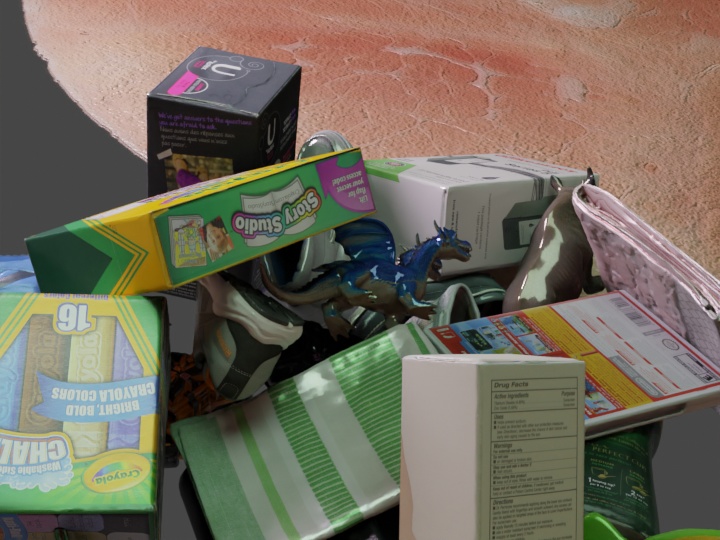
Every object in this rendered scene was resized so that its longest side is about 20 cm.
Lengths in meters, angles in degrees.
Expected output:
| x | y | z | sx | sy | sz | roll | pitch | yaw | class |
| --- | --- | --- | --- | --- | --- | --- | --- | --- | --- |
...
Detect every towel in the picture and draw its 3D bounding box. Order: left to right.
| x | y | z | sx | sy | sz | roll | pitch | yaw | class |
| --- | --- | --- | --- | --- | --- | --- | --- | --- | --- |
| -0.021 | 0.116 | 0.855 | 0.198 | 0.024 | 0.153 | -22 | 39 | -11 | towel |
| 0.258 | 0.040 | 1.018 | 0.032 | 0.201 | 0.191 | -36 | 44 | -5 | towel |

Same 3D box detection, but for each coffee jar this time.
| x | y | z | sx | sy | sz | roll | pitch | yaw | class |
| --- | --- | --- | --- | --- | --- | --- | --- | --- | --- |
| 0.170 | 0.147 | 0.914 | 0.103 | 0.086 | 0.200 | 13 | 32 | 8 | coffee jar |

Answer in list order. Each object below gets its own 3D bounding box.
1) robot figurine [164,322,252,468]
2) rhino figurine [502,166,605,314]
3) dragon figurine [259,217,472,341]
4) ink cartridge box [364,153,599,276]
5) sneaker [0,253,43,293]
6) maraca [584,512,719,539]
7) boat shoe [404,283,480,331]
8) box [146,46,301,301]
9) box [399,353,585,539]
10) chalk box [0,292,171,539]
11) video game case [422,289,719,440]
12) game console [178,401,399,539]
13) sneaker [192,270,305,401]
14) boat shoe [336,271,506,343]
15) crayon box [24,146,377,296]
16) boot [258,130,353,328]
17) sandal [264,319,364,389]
| x | y | z | sx | sy | sz | roll | pitch | yaw | class |
| --- | --- | --- | --- | --- | --- | --- | --- | --- | --- |
| -0.185 | 0.082 | 0.981 | 0.199 | 0.059 | 0.145 | 22 | 36 | 25 | robot figurine |
| 0.180 | -0.012 | 1.101 | 0.059 | 0.087 | 0.201 | 0 | 56 | 39 | rhino figurine |
| 0.000 | 0.000 | 0.964 | 0.198 | 0.059 | 0.100 | 6 | 46 | -25 | dragon figurine |
| 0.107 | -0.058 | 1.173 | 0.199 | 0.085 | 0.145 | -7 | 17 | -37 | ink cartridge box |
| -0.230 | 0.017 | 0.970 | 0.199 | 0.066 | 0.079 | -16 | 44 | -27 | sneaker |
| 0.199 | 0.226 | 0.769 | 0.198 | 0.138 | 0.107 | 12 | -13 | 24 | maraca |
| 0.080 | 0.101 | 0.955 | 0.074 | 0.065 | 0.203 | 20 | 39 | -27 | boat shoe |
| -0.124 | -0.082 | 1.119 | 0.105 | 0.202 | 0.122 | 13 | 32 | 10 | box |
| 0.080 | 0.153 | 0.760 | 0.094 | 0.202 | 0.077 | 4 | -3 | -36 | box |
| -0.191 | 0.131 | 0.814 | 0.122 | 0.125 | 0.202 | 3 | 56 | -7 | chalk box |
| 0.165 | 0.071 | 0.935 | 0.198 | 0.018 | 0.143 | -9 | 35 | -28 | video game case |
| -0.011 | 0.193 | 0.876 | 0.175 | 0.117 | 0.200 | -32 | 39 | -2 | game console |
| -0.099 | 0.046 | 0.931 | 0.074 | 0.080 | 0.200 | 29 | 0 | -12 | sneaker |
| 0.061 | 0.048 | 1.068 | 0.062 | 0.073 | 0.199 | 27 | 32 | 37 | boat shoe |
| -0.118 | -0.034 | 0.919 | 0.199 | 0.059 | 0.172 | -23 | 10 | -42 | crayon box |
| -0.044 | -0.054 | 1.089 | 0.073 | 0.096 | 0.202 | -14 | 60 | 20 | boot |
| -0.064 | 0.065 | 1.005 | 0.199 | 0.048 | 0.076 | 21 | 77 | 40 | sandal |
